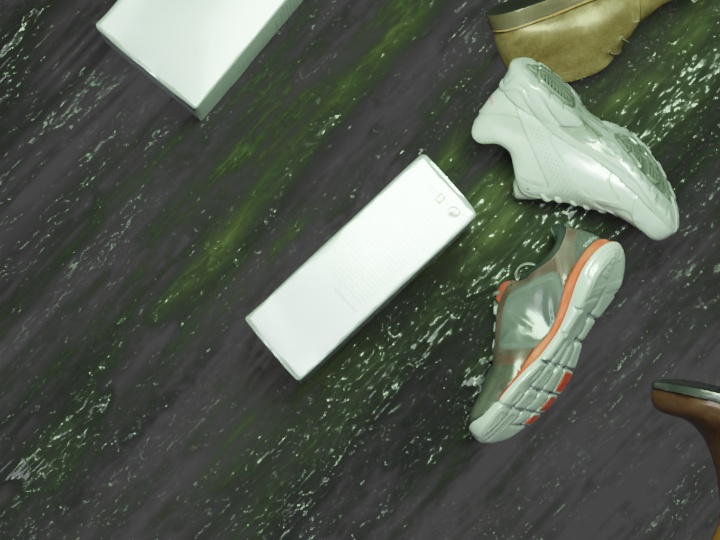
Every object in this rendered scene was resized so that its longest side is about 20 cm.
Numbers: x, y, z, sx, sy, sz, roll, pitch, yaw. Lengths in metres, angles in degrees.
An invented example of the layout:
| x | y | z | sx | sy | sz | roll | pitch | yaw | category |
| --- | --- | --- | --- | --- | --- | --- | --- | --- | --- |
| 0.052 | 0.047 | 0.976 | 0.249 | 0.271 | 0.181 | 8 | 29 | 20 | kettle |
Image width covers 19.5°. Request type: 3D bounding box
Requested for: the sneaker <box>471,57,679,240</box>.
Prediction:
| x | y | z | sx | sy | sz | roll | pitch | yaw | category |
| --- | --- | --- | --- | --- | --- | --- | --- | --- | --- |
| 0.177 | -0.085 | 1.756 | 0.200 | 0.078 | 0.099 | 40 | 116 | -7 | sneaker |

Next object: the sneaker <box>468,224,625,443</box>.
| x | y | z | sx | sy | sz | roll | pitch | yaw | category |
| --- | --- | --- | --- | --- | --- | --- | --- | --- | --- |
| 0.140 | 0.050 | 1.753 | 0.082 | 0.077 | 0.200 | 32 | 86 | 29 | sneaker |

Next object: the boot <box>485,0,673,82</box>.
| x | y | z | sx | sy | sz | roll | pitch | yaw | category |
| --- | --- | --- | --- | --- | --- | --- | --- | --- | --- |
| 0.211 | -0.213 | 1.766 | 0.200 | 0.074 | 0.076 | -18 | 105 | 3 | boot |

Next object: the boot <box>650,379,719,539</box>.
| x | y | z | sx | sy | sz | roll | pitch | yaw | category |
| --- | --- | --- | --- | --- | --- | --- | --- | --- | --- |
| 0.297 | 0.204 | 1.748 | 0.188 | 0.068 | 0.200 | 23 | 94 | -6 | boot |

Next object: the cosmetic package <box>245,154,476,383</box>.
| x | y | z | sx | sy | sz | roll | pitch | yaw | category |
| --- | --- | --- | --- | --- | --- | --- | --- | --- | --- |
| 0.000 | 0.000 | 1.730 | 0.200 | 0.102 | 0.074 | -42 | 87 | -3 | cosmetic package |

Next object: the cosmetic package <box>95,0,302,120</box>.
| x | y | z | sx | sy | sz | roll | pitch | yaw | category |
| --- | --- | --- | --- | --- | --- | --- | --- | --- | --- |
| -0.114 | -0.237 | 1.754 | 0.113 | 0.081 | 0.200 | 41 | 89 | 3 | cosmetic package |
